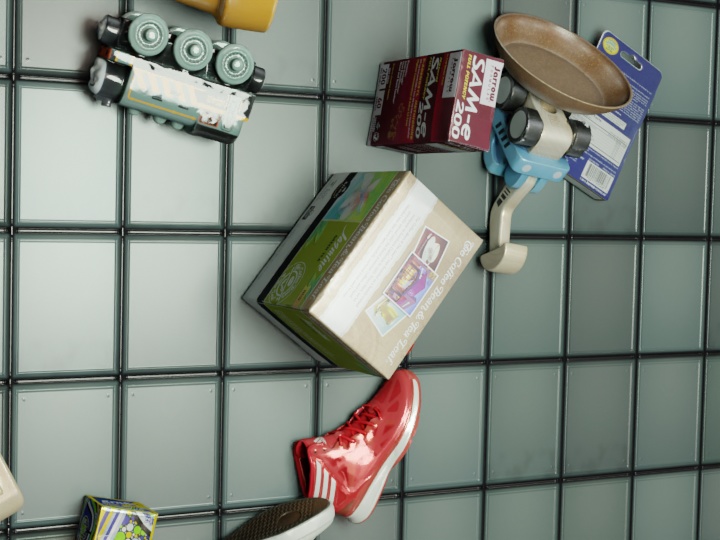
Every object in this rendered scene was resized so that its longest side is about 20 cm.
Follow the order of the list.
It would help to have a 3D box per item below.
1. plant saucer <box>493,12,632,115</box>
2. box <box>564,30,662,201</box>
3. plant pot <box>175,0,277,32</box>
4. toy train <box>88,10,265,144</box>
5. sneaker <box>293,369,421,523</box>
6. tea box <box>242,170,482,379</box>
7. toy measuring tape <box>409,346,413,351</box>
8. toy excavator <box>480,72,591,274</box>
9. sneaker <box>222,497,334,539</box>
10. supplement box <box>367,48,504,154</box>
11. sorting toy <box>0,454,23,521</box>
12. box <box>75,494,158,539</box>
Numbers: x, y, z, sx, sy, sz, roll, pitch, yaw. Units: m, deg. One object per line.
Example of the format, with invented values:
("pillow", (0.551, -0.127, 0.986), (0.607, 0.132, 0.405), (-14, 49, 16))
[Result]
("plant saucer", (0.251, -0.256, 1.668), (0.200, 0.200, 0.037), (11, 128, -28))
("box", (0.324, -0.210, 1.770), (0.121, 0.032, 0.200), (31, 81, -26))
("plant pot", (-0.181, -0.369, 1.419), (0.183, 0.200, 0.200), (5, 91, -12))
("toy train", (-0.206, -0.217, 1.468), (0.200, 0.085, 0.114), (15, 96, -27))
("sneaker", (-0.008, 0.201, 1.598), (0.115, 0.078, 0.200), (26, 80, -28))
("tea box", (0.000, 0.000, 1.521), (0.134, 0.197, 0.200), (42, 74, -24))
("toy measuring tape", (0.060, 0.049, 1.607), (0.074, 0.074, 0.200), (38, 104, -24))
("toy excavator", (0.204, -0.121, 1.681), (0.100, 0.200, 0.195), (9, 45, -27))
("sneaker", (-0.113, 0.343, 1.556), (0.200, 0.073, 0.085), (-28, 111, -8))
("supplement box", (0.085, -0.196, 1.551), (0.061, 0.200, 0.109), (10, 88, -28))
("sorting toy", (-0.475, 0.214, 1.376), (0.185, 0.036, 0.200), (-29, 106, -23))
("box", (-0.290, 0.359, 1.467), (0.070, 0.064, 0.200), (14, 86, -28))
